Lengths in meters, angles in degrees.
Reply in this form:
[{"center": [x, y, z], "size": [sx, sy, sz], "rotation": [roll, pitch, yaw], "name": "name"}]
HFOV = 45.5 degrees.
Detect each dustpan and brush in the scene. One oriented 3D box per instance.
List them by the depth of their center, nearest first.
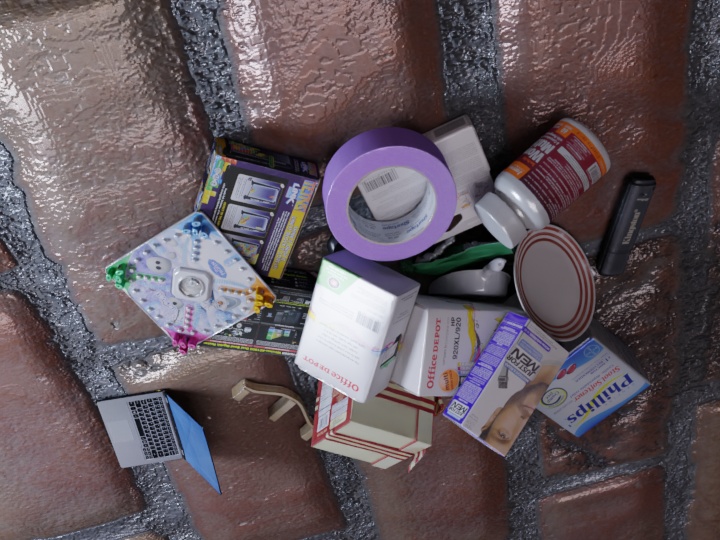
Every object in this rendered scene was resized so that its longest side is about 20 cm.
[{"center": [0.205, 0.013, 1.448], "size": [0.139, 0.200, 0.058], "rotation": [2, 86, -11], "name": "dustpan and brush"}]

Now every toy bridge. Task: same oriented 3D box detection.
[{"center": [-0.147, 0.258, 1.629], "size": [0.067, 0.027, 0.200], "rotation": [-42, 123, 19], "name": "toy bridge"}]

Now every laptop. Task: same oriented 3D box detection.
[{"center": [-0.371, 0.328, 1.585], "size": [0.199, 0.116, 0.188], "rotation": [-8, 127, -4], "name": "laptop"}]

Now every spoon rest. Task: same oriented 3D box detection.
[{"center": [0.316, 0.038, 1.518], "size": [0.200, 0.099, 0.061], "rotation": [-35, 105, -1], "name": "spoon rest"}]

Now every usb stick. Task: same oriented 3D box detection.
[{"center": [0.458, -0.075, 1.484], "size": [0.055, 0.033, 0.201], "rotation": [2, 126, -10], "name": "usb stick"}]

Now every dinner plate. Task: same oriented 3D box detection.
[{"center": [0.323, 0.021, 1.443], "size": [0.200, 0.201, 0.024], "rotation": [28, 154, -27], "name": "dinner plate"}]

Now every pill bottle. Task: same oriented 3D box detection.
[{"center": [0.278, -0.133, 1.327], "size": [0.200, 0.110, 0.110], "rotation": [-41, 125, -3], "name": "pill bottle"}]

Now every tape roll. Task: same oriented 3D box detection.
[{"center": [0.043, -0.114, 1.306], "size": [0.199, 0.066, 0.201], "rotation": [-4, 125, -6], "name": "tape roll"}]

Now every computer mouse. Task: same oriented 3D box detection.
[{"center": [0.000, 0.000, 1.464], "size": [0.059, 0.034, 0.200], "rotation": [-40, 131, -6], "name": "computer mouse"}]

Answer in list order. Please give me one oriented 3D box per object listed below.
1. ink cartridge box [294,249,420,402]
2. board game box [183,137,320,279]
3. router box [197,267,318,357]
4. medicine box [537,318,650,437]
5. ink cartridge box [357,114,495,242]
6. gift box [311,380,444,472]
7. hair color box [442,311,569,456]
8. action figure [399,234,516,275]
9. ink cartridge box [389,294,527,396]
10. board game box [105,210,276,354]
[{"center": [-0.007, 0.088, 1.384], "size": [0.144, 0.084, 0.201], "rotation": [27, 115, 23], "name": "ink cartridge box"}, {"center": [-0.173, -0.093, 1.342], "size": [0.165, 0.057, 0.201], "rotation": [12, 124, -21], "name": "board game box"}, {"center": [-0.169, 0.066, 1.458], "size": [0.199, 0.062, 0.150], "rotation": [9, 124, -17], "name": "router box"}, {"center": [0.412, 0.193, 1.634], "size": [0.200, 0.103, 0.182], "rotation": [35, 114, -29], "name": "medicine box"}, {"center": [0.112, -0.130, 1.372], "size": [0.199, 0.045, 0.177], "rotation": [-23, 126, 8], "name": "ink cartridge box"}, {"center": [0.029, 0.258, 1.535], "size": [0.186, 0.201, 0.184], "rotation": [18, 151, -21], "name": "gift box"}, {"center": [0.234, 0.180, 1.370], "size": [0.109, 0.065, 0.200], "rotation": [37, 84, -26], "name": "hair color box"}, {"center": [0.160, -0.026, 1.440], "size": [0.199, 0.055, 0.118], "rotation": [-14, 167, 17], "name": "action figure"}, {"center": [0.155, 0.125, 1.439], "size": [0.199, 0.145, 0.148], "rotation": [4, 96, -25], "name": "ink cartridge box"}, {"center": [-0.269, 0.027, 1.362], "size": [0.199, 0.026, 0.200], "rotation": [-28, 120, 19], "name": "board game box"}]
